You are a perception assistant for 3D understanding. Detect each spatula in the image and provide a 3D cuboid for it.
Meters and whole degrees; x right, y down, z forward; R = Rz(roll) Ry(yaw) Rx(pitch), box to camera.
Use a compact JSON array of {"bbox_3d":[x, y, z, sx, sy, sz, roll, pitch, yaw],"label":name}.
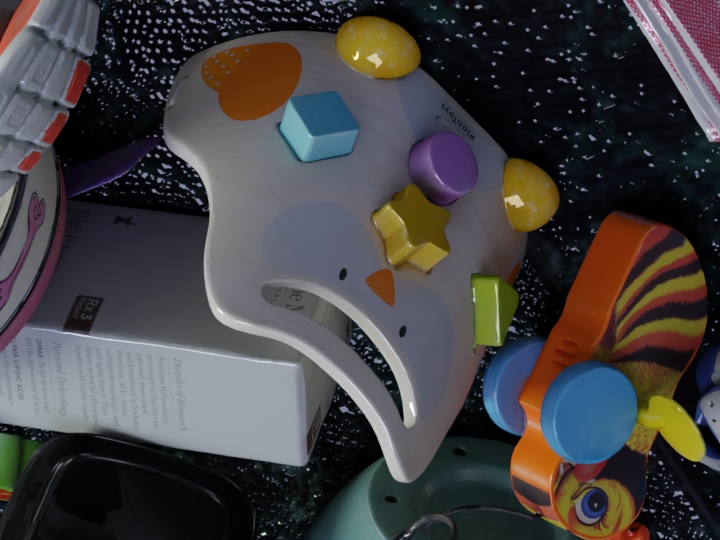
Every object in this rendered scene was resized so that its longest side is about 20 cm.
[{"bbox_3d":[-0.185,-0.044,1.383,0.200,0.057,0.021,-2,115,27],"label":"spatula"}]

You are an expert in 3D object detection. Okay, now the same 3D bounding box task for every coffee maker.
[{"bbox_3d":[-0.130,0.168,1.401,0.135,0.192,0.200,0,143,-15],"label":"coffee maker"}]

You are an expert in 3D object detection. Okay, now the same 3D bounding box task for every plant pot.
[{"bbox_3d":[0.047,0.181,1.401,0.200,0.201,0.161,16,123,3],"label":"plant pot"}]

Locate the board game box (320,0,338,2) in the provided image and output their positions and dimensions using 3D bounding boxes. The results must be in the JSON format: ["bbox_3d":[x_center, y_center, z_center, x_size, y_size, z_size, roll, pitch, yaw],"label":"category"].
[{"bbox_3d":[0.061,-0.148,1.205,0.200,0.019,0.103,-3,162,18],"label":"board game box"}]

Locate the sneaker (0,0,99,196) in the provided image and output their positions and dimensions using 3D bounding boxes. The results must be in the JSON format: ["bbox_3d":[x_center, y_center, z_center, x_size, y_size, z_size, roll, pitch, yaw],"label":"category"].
[{"bbox_3d":[-0.159,-0.120,1.241,0.082,0.200,0.077,19,167,17],"label":"sneaker"}]

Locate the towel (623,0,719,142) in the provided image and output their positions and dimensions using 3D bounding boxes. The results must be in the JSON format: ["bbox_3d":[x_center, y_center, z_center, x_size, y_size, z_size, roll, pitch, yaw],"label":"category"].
[{"bbox_3d":[0.173,-0.161,1.080,0.200,0.030,0.146,-41,113,-10],"label":"towel"}]

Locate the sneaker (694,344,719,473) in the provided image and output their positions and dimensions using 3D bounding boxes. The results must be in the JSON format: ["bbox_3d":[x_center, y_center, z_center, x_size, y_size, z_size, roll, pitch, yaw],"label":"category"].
[{"bbox_3d":[0.196,0.056,1.304,0.088,0.075,0.200,23,151,6],"label":"sneaker"}]

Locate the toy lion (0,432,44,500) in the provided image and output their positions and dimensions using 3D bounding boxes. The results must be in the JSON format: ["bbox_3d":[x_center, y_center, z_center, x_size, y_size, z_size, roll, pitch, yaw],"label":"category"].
[{"bbox_3d":[-0.249,0.095,1.445,0.192,0.069,0.200,5,172,-3],"label":"toy lion"}]

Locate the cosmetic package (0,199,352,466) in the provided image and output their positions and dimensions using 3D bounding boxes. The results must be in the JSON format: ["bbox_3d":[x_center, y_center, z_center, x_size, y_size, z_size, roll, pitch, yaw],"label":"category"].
[{"bbox_3d":[-0.111,0.025,1.377,0.200,0.102,0.074,5,131,11],"label":"cosmetic package"}]

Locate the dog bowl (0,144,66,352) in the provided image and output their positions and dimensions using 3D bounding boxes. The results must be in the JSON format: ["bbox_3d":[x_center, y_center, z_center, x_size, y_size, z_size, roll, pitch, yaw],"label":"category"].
[{"bbox_3d":[-0.225,-0.025,1.318,0.200,0.200,0.074,-8,154,22],"label":"dog bowl"}]

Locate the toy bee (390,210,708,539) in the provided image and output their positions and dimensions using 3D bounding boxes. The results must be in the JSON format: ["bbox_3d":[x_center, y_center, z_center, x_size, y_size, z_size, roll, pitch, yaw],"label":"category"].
[{"bbox_3d":[0.103,0.077,1.329,0.200,0.131,0.109,-45,123,11],"label":"toy bee"}]

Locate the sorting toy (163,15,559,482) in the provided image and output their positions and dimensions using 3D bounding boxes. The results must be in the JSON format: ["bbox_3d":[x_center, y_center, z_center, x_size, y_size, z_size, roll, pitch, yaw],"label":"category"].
[{"bbox_3d":[0.000,0.000,1.271,0.107,0.180,0.200,-33,114,34],"label":"sorting toy"}]
